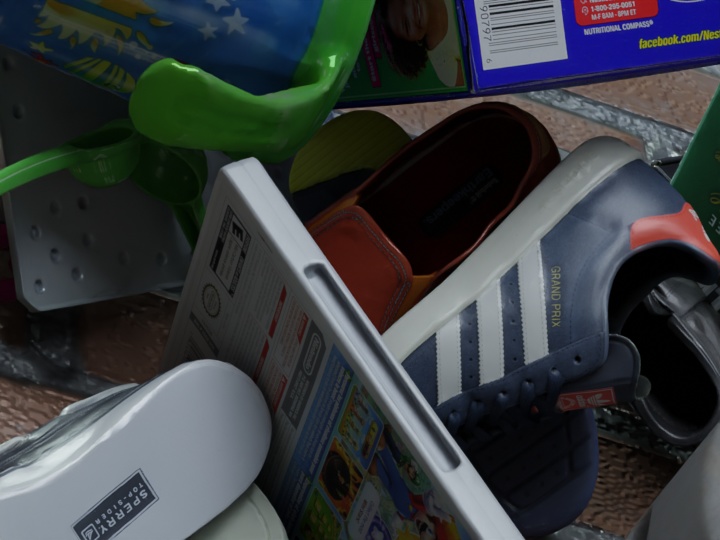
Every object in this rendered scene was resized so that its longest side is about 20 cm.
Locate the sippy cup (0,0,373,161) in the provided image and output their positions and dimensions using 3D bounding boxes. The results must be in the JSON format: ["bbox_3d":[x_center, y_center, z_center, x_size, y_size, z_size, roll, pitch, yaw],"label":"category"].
[{"bbox_3d":[-0.076,-0.122,1.155,0.130,0.140,0.178,13,2,-23],"label":"sippy cup"}]

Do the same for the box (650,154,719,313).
[{"bbox_3d":[0.259,0.013,1.482,0.198,0.050,0.200,-9,47,-44],"label":"box"}]

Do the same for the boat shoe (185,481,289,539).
[{"bbox_3d":[-0.037,0.147,1.091,0.200,0.073,0.062,56,-1,46],"label":"boat shoe"}]

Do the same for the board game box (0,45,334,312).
[{"bbox_3d":[-0.091,-0.093,1.266,0.200,0.026,0.201,-11,94,-49],"label":"board game box"}]

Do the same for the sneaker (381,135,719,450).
[{"bbox_3d":[0.063,0.041,1.191,0.084,0.200,0.075,42,-5,18],"label":"sneaker"}]

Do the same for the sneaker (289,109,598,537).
[{"bbox_3d":[0.045,0.023,1.282,0.200,0.074,0.082,62,7,16],"label":"sneaker"}]

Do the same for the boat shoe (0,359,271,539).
[{"bbox_3d":[-0.122,0.095,1.075,0.200,0.068,0.072,-38,106,-33],"label":"boat shoe"}]

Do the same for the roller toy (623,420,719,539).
[{"bbox_3d":[0.191,0.144,1.169,0.200,0.140,0.183,-27,68,-42],"label":"roller toy"}]

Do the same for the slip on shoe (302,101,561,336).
[{"bbox_3d":[0.000,0.000,1.212,0.200,0.061,0.074,-40,75,-8],"label":"slip on shoe"}]

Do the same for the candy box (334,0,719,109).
[{"bbox_3d":[0.067,-0.112,1.241,0.168,0.077,0.200,-9,3,-26],"label":"candy box"}]

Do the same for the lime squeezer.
[{"bbox_3d":[-0.099,-0.030,1.203,0.038,0.071,0.200,19,-3,35],"label":"lime squeezer"}]

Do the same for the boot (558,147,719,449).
[{"bbox_3d":[0.107,0.002,1.317,0.200,0.070,0.132,43,7,24],"label":"boot"}]

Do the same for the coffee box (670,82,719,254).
[{"bbox_3d":[0.218,-0.064,1.341,0.044,0.200,0.123,-16,51,-37],"label":"coffee box"}]

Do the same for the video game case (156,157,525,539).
[{"bbox_3d":[-0.009,0.076,1.098,0.018,0.143,0.200,-20,61,-29],"label":"video game case"}]
